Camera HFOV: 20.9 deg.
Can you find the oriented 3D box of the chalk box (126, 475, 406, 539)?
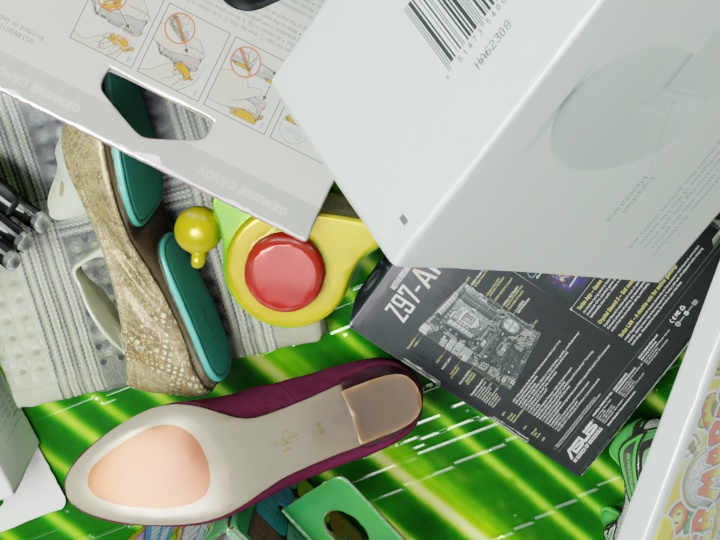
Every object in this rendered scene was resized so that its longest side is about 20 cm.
[{"bbox_3d":[-0.063,0.188,1.103,0.200,0.124,0.125,-39,103,16],"label":"chalk box"}]

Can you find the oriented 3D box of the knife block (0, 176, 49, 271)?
[{"bbox_3d":[-0.258,-0.077,1.015,0.174,0.064,0.202,-8,81,-6],"label":"knife block"}]

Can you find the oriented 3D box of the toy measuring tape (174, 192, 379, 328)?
[{"bbox_3d":[0.000,0.000,1.018,0.198,0.074,0.074,9,111,0],"label":"toy measuring tape"}]

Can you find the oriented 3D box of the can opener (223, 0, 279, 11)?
[{"bbox_3d":[0.019,-0.174,0.878,0.199,0.079,0.064,-30,137,-18],"label":"can opener"}]

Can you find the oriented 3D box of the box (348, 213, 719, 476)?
[{"bbox_3d":[0.113,-0.010,1.056,0.160,0.044,0.201,32,110,-8],"label":"box"}]

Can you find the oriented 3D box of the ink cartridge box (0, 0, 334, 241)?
[{"bbox_3d":[-0.078,-0.136,0.989,0.199,0.045,0.177,26,88,-6],"label":"ink cartridge box"}]

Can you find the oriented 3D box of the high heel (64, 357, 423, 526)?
[{"bbox_3d":[-0.060,0.096,1.062,0.198,0.096,0.068,-11,88,-3],"label":"high heel"}]

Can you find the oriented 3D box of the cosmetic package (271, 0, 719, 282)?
[{"bbox_3d":[0.105,-0.108,0.865,0.199,0.123,0.200,5,132,-46],"label":"cosmetic package"}]

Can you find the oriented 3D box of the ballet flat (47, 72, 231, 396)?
[{"bbox_3d":[-0.129,-0.021,1.029,0.065,0.071,0.201,-12,105,17],"label":"ballet flat"}]

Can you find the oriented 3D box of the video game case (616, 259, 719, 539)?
[{"bbox_3d":[0.222,0.100,1.029,0.181,0.023,0.201,11,103,-38],"label":"video game case"}]

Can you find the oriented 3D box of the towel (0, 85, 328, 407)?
[{"bbox_3d":[-0.131,-0.032,1.077,0.191,0.035,0.201,-13,107,6],"label":"towel"}]

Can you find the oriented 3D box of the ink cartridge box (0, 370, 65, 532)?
[{"bbox_3d":[-0.263,0.084,1.105,0.115,0.068,0.201,-22,108,12],"label":"ink cartridge box"}]

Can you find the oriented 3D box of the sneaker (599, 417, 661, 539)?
[{"bbox_3d":[0.182,0.167,1.113,0.085,0.078,0.201,22,127,37],"label":"sneaker"}]
